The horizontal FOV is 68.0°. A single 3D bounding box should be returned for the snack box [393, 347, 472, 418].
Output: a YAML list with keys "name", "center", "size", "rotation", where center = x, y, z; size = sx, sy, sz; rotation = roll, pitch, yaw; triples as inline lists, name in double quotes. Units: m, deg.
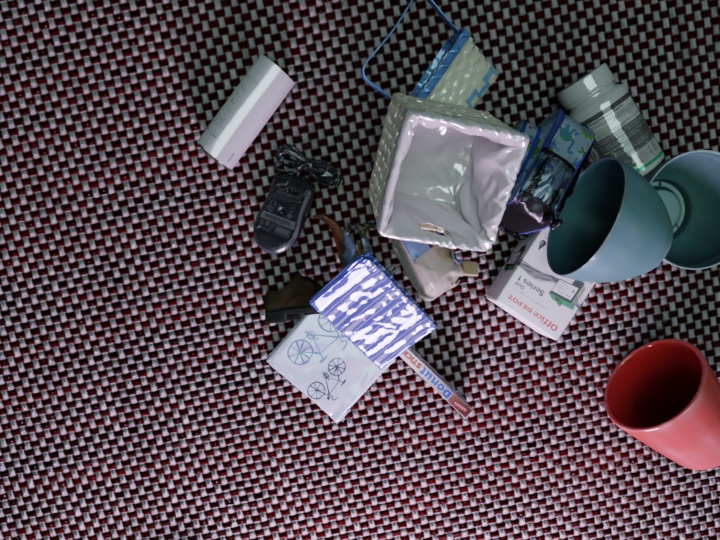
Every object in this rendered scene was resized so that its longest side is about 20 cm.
- name: "snack box"
  center: [0.134, 0.201, 1.035]
  size: [0.200, 0.072, 0.024]
  rotation: [44, 92, -5]

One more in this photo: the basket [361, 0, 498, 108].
- name: "basket"
  center: [0.121, -0.349, 0.937]
  size: [0.199, 0.139, 0.177]
  rotation: [38, 93, -17]

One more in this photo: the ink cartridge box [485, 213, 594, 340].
- name: "ink cartridge box"
  center: [0.354, 0.008, 1.010]
  size: [0.145, 0.084, 0.201]
  rotation: [32, 93, -3]

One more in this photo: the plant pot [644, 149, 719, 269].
- name: "plant pot"
  center: [0.576, -0.109, 0.976]
  size: [0.197, 0.134, 0.203]
  rotation: [0, 96, -2]

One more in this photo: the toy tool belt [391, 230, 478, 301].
- name: "toy tool belt"
  center: [0.127, -0.054, 0.994]
  size: [0.122, 0.125, 0.202]
  rotation: [-27, 80, -16]

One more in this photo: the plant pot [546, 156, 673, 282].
- name: "plant pot"
  center: [0.417, -0.063, 0.868]
  size: [0.133, 0.200, 0.202]
  rotation: [21, 96, -7]

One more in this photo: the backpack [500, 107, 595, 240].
- name: "backpack"
  center: [0.304, -0.181, 0.942]
  size: [0.146, 0.183, 0.201]
  rotation: [33, 84, -2]

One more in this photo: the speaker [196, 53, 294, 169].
- name: "speaker"
  center: [-0.208, -0.288, 0.973]
  size: [0.081, 0.081, 0.201]
  rotation: [37, 94, -4]

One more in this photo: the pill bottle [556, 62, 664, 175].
- name: "pill bottle"
  center: [0.448, -0.260, 0.968]
  size: [0.112, 0.113, 0.201]
  rotation: [-33, 95, 3]

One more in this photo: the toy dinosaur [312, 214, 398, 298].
- name: "toy dinosaur"
  center: [0.000, 0.000, 1.030]
  size: [0.198, 0.105, 0.184]
  rotation: [19, 108, 31]

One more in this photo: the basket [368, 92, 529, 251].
- name: "basket"
  center: [0.128, -0.160, 0.864]
  size: [0.195, 0.161, 0.202]
  rotation: [7, 117, -13]

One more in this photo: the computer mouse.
- name: "computer mouse"
  center: [-0.130, -0.122, 1.008]
  size: [0.137, 0.053, 0.202]
  rotation: [26, 87, 6]

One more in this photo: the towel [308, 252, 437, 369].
- name: "towel"
  center: [0.022, 0.077, 0.944]
  size: [0.144, 0.024, 0.200]
  rotation: [-39, 110, 18]

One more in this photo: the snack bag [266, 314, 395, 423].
- name: "snack bag"
  center: [-0.054, 0.172, 1.056]
  size: [0.200, 0.021, 0.189]
  rotation: [42, 95, -4]

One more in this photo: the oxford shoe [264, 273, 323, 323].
- name: "oxford shoe"
  center: [-0.096, 0.043, 1.000]
  size: [0.197, 0.073, 0.086]
  rotation: [-11, 82, 16]

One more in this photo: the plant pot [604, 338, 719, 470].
- name: "plant pot"
  center: [0.593, 0.262, 1.000]
  size: [0.177, 0.201, 0.201]
  rotation: [42, 94, -15]
